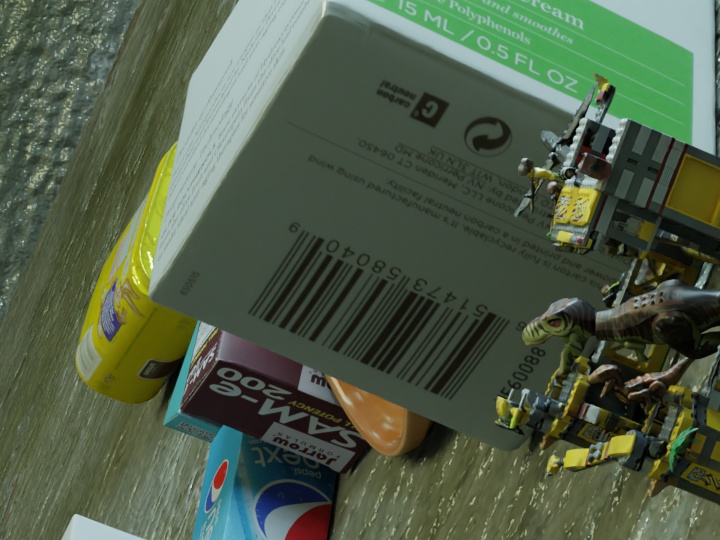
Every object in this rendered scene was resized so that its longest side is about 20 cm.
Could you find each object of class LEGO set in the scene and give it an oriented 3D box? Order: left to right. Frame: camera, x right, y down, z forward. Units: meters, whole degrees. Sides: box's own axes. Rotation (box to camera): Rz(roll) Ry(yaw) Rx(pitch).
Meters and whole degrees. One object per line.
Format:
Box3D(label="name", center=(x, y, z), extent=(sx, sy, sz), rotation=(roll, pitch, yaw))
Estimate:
Box3D(label="LEGO set", center=(0.097, 0.008, 1.158), extent=(0.200, 0.116, 0.154), rotation=(-132, 65, -75))

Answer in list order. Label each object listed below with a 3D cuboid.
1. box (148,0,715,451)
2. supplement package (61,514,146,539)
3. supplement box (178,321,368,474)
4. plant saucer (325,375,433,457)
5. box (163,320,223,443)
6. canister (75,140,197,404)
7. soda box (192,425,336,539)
Box3D(label="box", center=(0.036, -0.065, 1.358), extent=(0.200, 0.199, 0.171), rotation=(-56, 17, 37))
Box3D(label="supplement package", center=(-0.146, 0.263, 1.744), extent=(0.200, 0.120, 0.121), rotation=(-90, 24, -59))
Box3D(label="supplement box", center=(-0.031, 0.010, 1.717), extent=(0.061, 0.109, 0.200), rotation=(127, 160, -47))
Box3D(label="plant saucer", center=(0.000, 0.000, 1.561), extent=(0.200, 0.037, 0.200), rotation=(162, 90, -75))
Box3D(label="box", center=(-0.053, 0.017, 1.859), extent=(0.049, 0.082, 0.200), rotation=(145, 145, -70))
Box3D(label="canister", center=(-0.151, 0.003, 2.287), extent=(0.200, 0.086, 0.149), rotation=(129, 159, -57))
Box3D(label="soda box", center=(-0.060, 0.162, 1.683), extent=(0.200, 0.064, 0.068), rotation=(-82, 19, -47))
